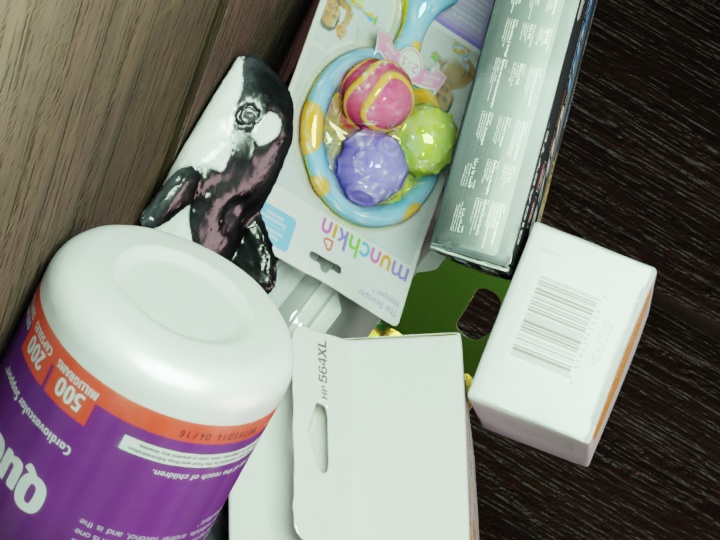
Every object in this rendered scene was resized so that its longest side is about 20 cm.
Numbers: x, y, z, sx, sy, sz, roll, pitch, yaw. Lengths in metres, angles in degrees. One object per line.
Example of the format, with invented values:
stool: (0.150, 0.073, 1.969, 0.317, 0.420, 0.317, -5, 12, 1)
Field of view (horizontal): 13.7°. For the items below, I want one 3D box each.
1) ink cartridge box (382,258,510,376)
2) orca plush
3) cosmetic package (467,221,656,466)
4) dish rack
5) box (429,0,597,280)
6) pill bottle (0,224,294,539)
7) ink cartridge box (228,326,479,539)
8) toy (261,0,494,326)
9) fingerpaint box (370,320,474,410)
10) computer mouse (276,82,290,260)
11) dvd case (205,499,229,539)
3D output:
ink cartridge box: (0.004, 0.017, 1.970, 0.076, 0.199, 0.148, -58, 177, -34)
orca plush: (-0.078, -0.003, 1.483, 0.201, 0.071, 0.105, -60, 178, -8)
cosmetic package: (0.111, 0.044, 1.631, 0.200, 0.071, 0.102, 56, 55, -82)
dish rack: (0.000, 0.000, 1.660, 0.200, 0.043, 0.172, -52, 166, -22)
box: (0.088, -0.097, 1.602, 0.159, 0.046, 0.201, 24, 81, -83)
pill bottle: (-0.114, 0.087, 1.273, 0.201, 0.112, 0.113, -61, 178, 28)
ink cartridge box: (-0.001, 0.123, 1.586, 0.200, 0.124, 0.129, 81, 6, -65)
toy: (0.019, -0.087, 1.568, 0.047, 0.115, 0.201, -9, -123, 51)
fingerpaint box: (-0.039, 0.098, 2.087, 0.167, 0.199, 0.073, -60, 179, 0)
computer mouse: (-0.063, -0.021, 1.772, 0.200, 0.046, 0.141, -72, 171, -57)
dvd case: (-0.095, 0.138, 1.509, 0.200, 0.016, 0.150, -13, 103, -74)
